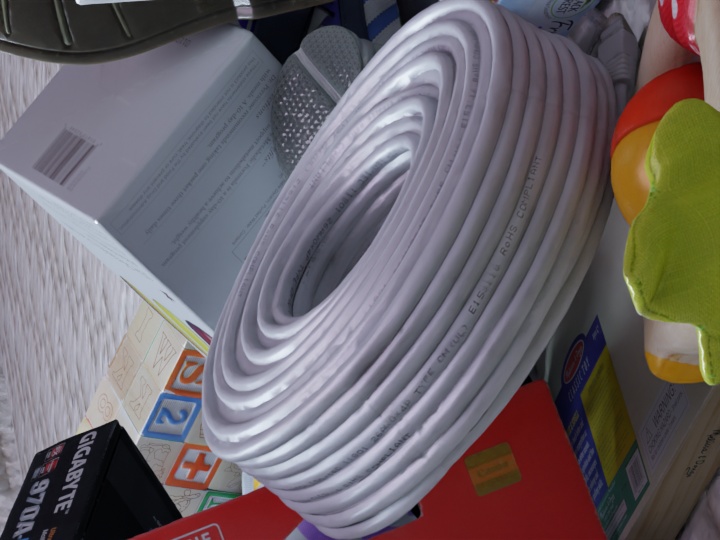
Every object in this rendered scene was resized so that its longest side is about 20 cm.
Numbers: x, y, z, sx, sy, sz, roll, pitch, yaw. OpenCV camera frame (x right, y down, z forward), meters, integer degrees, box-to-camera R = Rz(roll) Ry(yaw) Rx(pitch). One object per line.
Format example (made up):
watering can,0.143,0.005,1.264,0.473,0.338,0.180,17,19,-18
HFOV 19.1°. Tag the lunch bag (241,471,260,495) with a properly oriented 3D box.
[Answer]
lunch bag,0.003,0.163,1.086,0.200,0.127,0.170,118,150,-58

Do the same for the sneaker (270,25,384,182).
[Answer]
sneaker,0.000,0.000,0.926,0.070,0.080,0.201,12,93,45

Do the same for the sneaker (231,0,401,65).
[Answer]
sneaker,-0.015,-0.098,1.038,0.081,0.146,0.201,119,144,-64

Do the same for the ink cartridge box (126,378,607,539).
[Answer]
ink cartridge box,0.021,0.154,0.807,0.045,0.199,0.177,148,102,-75

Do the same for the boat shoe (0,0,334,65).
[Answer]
boat shoe,-0.089,-0.137,0.934,0.068,0.199,0.072,-93,0,-64

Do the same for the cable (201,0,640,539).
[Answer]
cable,0.016,-0.004,0.779,0.200,0.069,0.200,-46,21,31

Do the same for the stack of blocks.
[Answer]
stack of blocks,-0.077,0.069,1.176,0.059,0.115,0.200,52,122,47

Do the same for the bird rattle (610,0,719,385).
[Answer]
bird rattle,0.108,-0.052,0.674,0.163,0.112,0.201,108,155,-61

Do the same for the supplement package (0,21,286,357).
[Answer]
supplement package,-0.055,-0.021,1.009,0.114,0.110,0.200,28,166,51

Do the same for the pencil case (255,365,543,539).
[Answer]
pencil case,0.004,0.097,0.973,0.200,0.084,0.086,-45,14,11

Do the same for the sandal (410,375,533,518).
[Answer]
sandal,0.058,0.106,0.919,0.043,0.076,0.201,-120,6,-55

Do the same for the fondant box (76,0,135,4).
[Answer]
fondant box,-0.056,-0.197,0.867,0.058,0.144,0.201,98,162,-49

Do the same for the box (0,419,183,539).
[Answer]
box,-0.081,0.184,0.854,0.200,0.046,0.159,61,-160,-23

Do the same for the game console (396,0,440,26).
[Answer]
game console,0.024,-0.203,0.887,0.177,0.031,0.201,110,153,-55

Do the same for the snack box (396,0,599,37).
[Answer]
snack box,0.060,-0.165,0.922,0.200,0.053,0.143,127,138,-68

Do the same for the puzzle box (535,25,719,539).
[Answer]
puzzle box,0.112,0.018,0.835,0.200,0.025,0.133,107,153,-54
